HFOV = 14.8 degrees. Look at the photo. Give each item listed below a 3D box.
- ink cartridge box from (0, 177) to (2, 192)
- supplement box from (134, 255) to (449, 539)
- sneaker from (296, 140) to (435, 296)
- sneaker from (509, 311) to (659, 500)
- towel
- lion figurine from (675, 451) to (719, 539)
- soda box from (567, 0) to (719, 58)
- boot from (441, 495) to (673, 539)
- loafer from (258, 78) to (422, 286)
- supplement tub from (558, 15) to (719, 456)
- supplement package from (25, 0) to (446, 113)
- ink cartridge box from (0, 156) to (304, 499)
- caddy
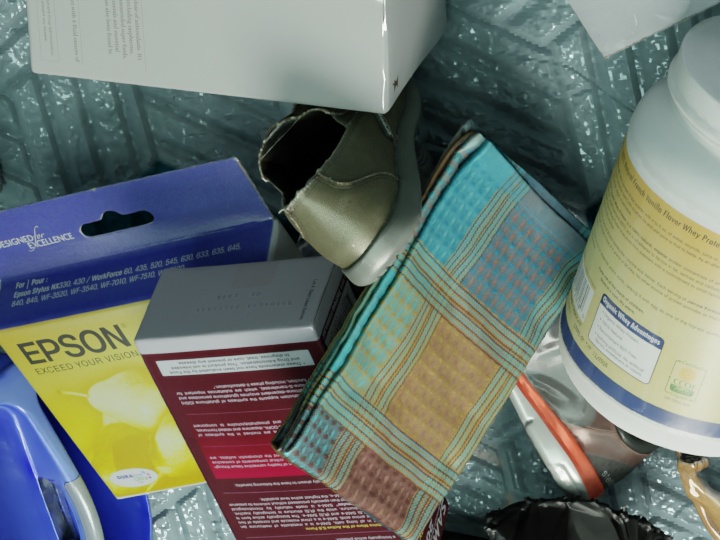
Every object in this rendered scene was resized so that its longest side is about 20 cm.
[{"bbox_3d":[-0.304,-0.114,1.606,0.144,0.085,0.200,3,119,19],"label":"ink cartridge box"},{"bbox_3d":[-0.034,0.086,1.522,0.109,0.061,0.200,-5,131,22],"label":"supplement box"},{"bbox_3d":[0.000,0.000,1.581,0.085,0.074,0.200,32,134,-8],"label":"sneaker"},{"bbox_3d":[0.107,0.032,1.570,0.082,0.077,0.200,-29,105,0],"label":"sneaker"},{"bbox_3d":[0.045,0.037,1.468,0.022,0.200,0.147,26,171,41],"label":"towel"},{"bbox_3d":[0.267,0.146,1.577,0.200,0.072,0.123,11,132,30],"label":"lion figurine"},{"bbox_3d":[0.193,-0.185,1.395,0.200,0.063,0.068,-25,108,31],"label":"soda box"},{"bbox_3d":[0.083,0.175,1.607,0.198,0.073,0.162,16,157,3],"label":"boot"},{"bbox_3d":[-0.012,-0.069,1.460,0.070,0.200,0.075,33,110,-21],"label":"loafer"},{"bbox_3d":[0.195,-0.019,1.446,0.144,0.144,0.200,21,125,7],"label":"supplement tub"},{"bbox_3d":[-0.064,-0.169,1.462,0.200,0.120,0.121,8,120,15],"label":"supplement package"},{"bbox_3d":[-0.105,0.038,1.574,0.198,0.047,0.200,-12,130,32],"label":"ink cartridge box"},{"bbox_3d":[-0.199,0.141,1.678,0.105,0.141,0.200,6,124,38],"label":"caddy"}]
